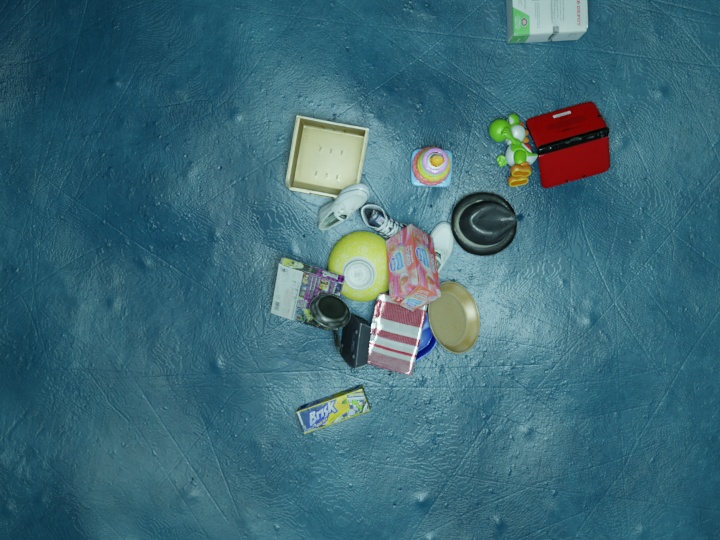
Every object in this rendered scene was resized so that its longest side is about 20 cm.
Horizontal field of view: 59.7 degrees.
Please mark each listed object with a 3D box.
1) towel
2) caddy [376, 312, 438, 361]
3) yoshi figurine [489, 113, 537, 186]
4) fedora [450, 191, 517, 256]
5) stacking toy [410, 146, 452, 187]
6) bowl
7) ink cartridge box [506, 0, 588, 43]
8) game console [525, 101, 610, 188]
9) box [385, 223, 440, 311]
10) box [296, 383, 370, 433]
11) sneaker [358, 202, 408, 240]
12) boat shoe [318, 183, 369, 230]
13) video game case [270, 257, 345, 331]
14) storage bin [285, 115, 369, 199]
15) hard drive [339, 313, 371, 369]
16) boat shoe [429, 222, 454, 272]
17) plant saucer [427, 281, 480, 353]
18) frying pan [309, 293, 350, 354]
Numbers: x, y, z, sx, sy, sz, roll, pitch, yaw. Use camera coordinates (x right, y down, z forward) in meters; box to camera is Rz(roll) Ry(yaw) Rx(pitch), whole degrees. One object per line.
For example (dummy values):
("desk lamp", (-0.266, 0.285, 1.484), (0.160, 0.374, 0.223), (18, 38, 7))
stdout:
("towel", (0.093, 0.169, 1.692), (0.144, 0.023, 0.201), (12, 86, 20))
("caddy", (0.120, 0.189, 1.746), (0.200, 0.105, 0.142), (-34, 90, 3))
("yoshi figurine", (0.403, -0.336, 1.714), (0.112, 0.112, 0.201), (-24, 60, 40))
("fedora", (0.351, -0.131, 1.715), (0.200, 0.092, 0.201), (0, 88, -11))
("stacking toy", (0.196, -0.287, 1.678), (0.116, 0.200, 0.110), (3, 93, 2))
("bowl", (0.000, 0.000, 1.723), (0.200, 0.108, 0.201), (2, 104, 7))
("ink cartridge box", (0.506, -0.706, 1.712), (0.199, 0.084, 0.146), (-2, 92, 1))
("game console", (0.580, -0.353, 1.757), (0.199, 0.119, 0.173), (-15, 61, 2))
("box", (0.137, -0.008, 1.667), (0.095, 0.200, 0.103), (28, 134, -35))
("box", (-0.077, 0.393, 1.781), (0.200, 0.064, 0.070), (-20, 92, 2))
("sneaker", (0.078, -0.120, 1.734), (0.200, 0.109, 0.070), (34, 93, 0))
("boat shoe", (-0.045, -0.164, 1.705), (0.073, 0.200, 0.067), (24, 57, -26))
("video game case", (-0.148, 0.068, 1.727), (0.181, 0.036, 0.200), (17, 132, 1))
("storage bin", (-0.091, -0.305, 1.739), (0.199, 0.094, 0.199), (10, 92, 1))
("hard drive", (-0.014, 0.188, 1.708), (0.042, 0.200, 0.135), (6, 93, -14))
("boat shoe", (0.213, -0.037, 1.747), (0.073, 0.067, 0.201), (18, 92, 1))
("plant saucer", (0.250, 0.132, 1.733), (0.200, 0.035, 0.201), (11, 71, -35))
("frying pan", (-0.060, 0.136, 1.704), (0.115, 0.031, 0.190), (-23, 114, 28))
